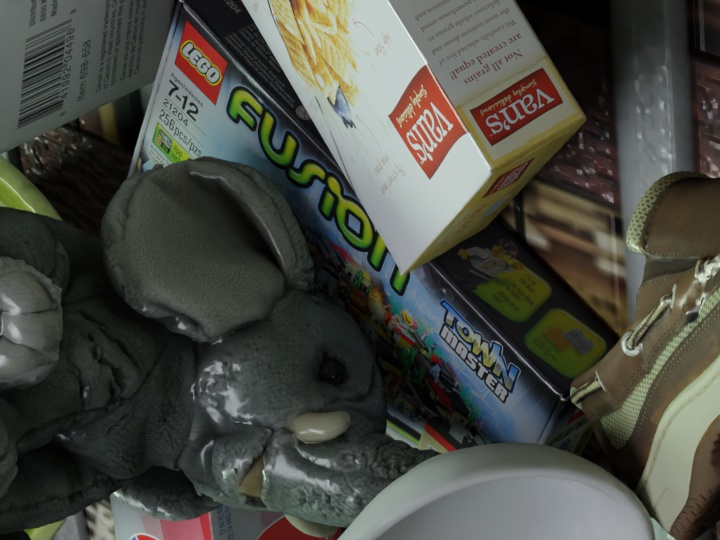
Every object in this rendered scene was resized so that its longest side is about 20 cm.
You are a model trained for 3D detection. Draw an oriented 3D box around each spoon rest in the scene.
[{"bbox_3d":[-0.007,0.102,0.841,0.100,0.199,0.061,69,-168,-47],"label":"spoon rest"}]

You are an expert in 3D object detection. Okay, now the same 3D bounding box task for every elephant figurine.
[{"bbox_3d":[-0.058,0.037,0.925,0.141,0.199,0.156,152,111,-70],"label":"elephant figurine"}]

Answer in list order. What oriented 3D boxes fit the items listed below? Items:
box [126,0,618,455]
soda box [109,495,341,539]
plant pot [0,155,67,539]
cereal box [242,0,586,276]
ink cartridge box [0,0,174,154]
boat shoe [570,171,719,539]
[{"bbox_3d":[0.000,0.000,0.950,0.200,0.035,0.110,46,143,21],"label":"box"},{"bbox_3d":[-0.049,0.133,1.079,0.063,0.070,0.201,24,132,39],"label":"soda box"},{"bbox_3d":[-0.191,0.041,1.080,0.201,0.200,0.184,59,179,2],"label":"plant pot"},{"bbox_3d":[-0.011,-0.104,0.831,0.200,0.039,0.144,60,166,6],"label":"cereal box"},{"bbox_3d":[-0.161,-0.104,0.936,0.084,0.200,0.145,40,141,27],"label":"ink cartridge box"},{"bbox_3d":[0.106,0.002,0.779,0.075,0.075,0.203,47,144,17],"label":"boat shoe"}]
